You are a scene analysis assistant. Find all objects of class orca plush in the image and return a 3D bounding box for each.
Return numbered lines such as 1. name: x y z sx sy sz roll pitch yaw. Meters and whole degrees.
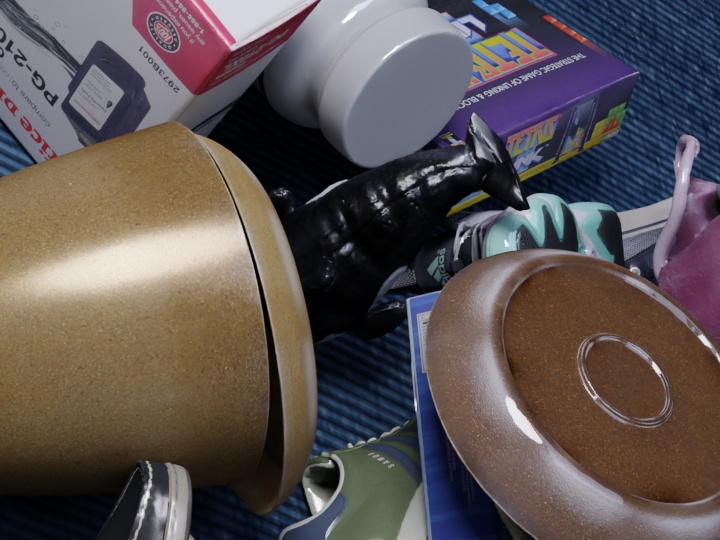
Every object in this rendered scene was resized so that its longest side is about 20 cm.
1. orca plush: 0.000 0.000 0.877 0.105 0.199 0.071 62 22 -19

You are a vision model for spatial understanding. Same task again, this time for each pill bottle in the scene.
1. pill bottle: -0.032 -0.156 0.935 0.116 0.117 0.200 -15 50 -39

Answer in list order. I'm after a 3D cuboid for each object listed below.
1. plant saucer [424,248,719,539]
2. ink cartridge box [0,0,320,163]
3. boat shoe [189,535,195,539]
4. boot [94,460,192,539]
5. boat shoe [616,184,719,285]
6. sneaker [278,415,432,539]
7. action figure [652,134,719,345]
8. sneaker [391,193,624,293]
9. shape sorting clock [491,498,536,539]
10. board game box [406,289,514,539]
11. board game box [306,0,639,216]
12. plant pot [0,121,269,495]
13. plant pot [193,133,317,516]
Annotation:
1. plant saucer: 0.127 0.062 0.804 0.199 0.032 0.201 19 44 -19
2. ink cartridge box: -0.132 -0.138 0.875 0.145 0.200 0.084 50 50 1
3. boat shoe: -0.096 0.223 0.772 0.074 0.068 0.201 3 63 -36
4. boot: -0.173 0.159 0.715 0.150 0.073 0.201 25 90 -15
5. boat shoe: 0.215 0.001 1.128 0.199 0.075 0.093 -15 80 -32
6. sneaker: 0.012 0.116 0.911 0.089 0.067 0.200 10 28 11
7. action figure: 0.197 0.041 1.005 0.149 0.200 0.134 40 23 -1
8. sneaker: 0.073 -0.002 0.983 0.200 0.139 0.078 3 82 -66
9. shape sorting clock: 0.139 0.101 0.831 0.199 0.039 0.201 22 50 -29
10. board game box: 0.093 0.130 0.899 0.199 0.043 0.201 31 50 -59
11. board game box: 0.059 -0.125 1.053 0.165 0.057 0.200 36 42 27
12. plant pot: -0.171 0.034 0.780 0.199 0.186 0.187 -11 70 -22
13. plant pot: -0.062 0.026 0.826 0.027 0.200 0.201 -11 70 -19
